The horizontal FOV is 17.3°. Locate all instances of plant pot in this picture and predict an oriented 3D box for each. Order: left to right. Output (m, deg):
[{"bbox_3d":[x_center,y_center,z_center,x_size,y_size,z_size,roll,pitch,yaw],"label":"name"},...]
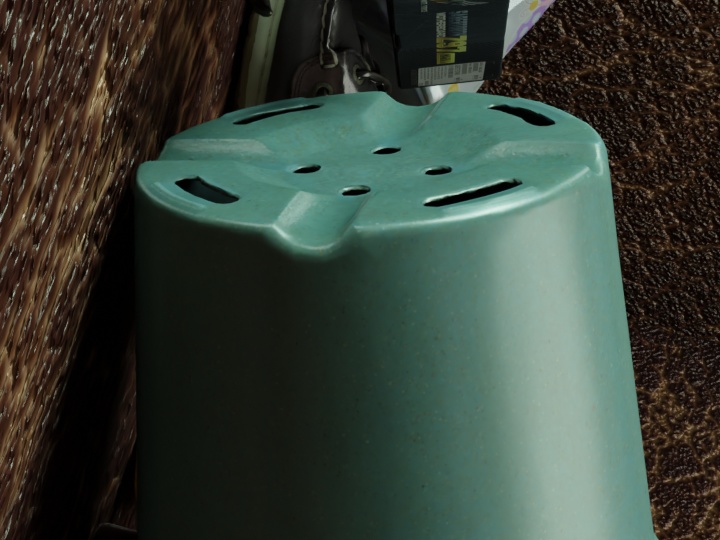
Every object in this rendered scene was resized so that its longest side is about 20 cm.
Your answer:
[{"bbox_3d":[0.010,0.054,0.767,0.200,0.200,0.197,-66,155,-68],"label":"plant pot"}]

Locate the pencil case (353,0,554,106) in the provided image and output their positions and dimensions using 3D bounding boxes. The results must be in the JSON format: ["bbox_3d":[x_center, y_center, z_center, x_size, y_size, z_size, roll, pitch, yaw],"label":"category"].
[{"bbox_3d":[0.069,-0.153,1.118,0.200,0.091,0.083,-47,-166,-14],"label":"pencil case"}]

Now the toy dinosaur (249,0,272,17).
[{"bbox_3d":[0.002,-0.158,0.734,0.200,0.086,0.136,71,40,-74],"label":"toy dinosaur"}]

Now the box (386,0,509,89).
[{"bbox_3d":[0.029,-0.170,0.961,0.200,0.051,0.158,81,3,-82],"label":"box"}]

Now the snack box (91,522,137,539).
[{"bbox_3d":[-0.107,0.165,0.783,0.200,0.024,0.072,-68,171,-63],"label":"snack box"}]

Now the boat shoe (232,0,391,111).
[{"bbox_3d":[-0.016,-0.061,0.937,0.072,0.065,0.200,-54,157,-74],"label":"boat shoe"}]

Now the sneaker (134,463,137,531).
[{"bbox_3d":[-0.050,0.083,0.962,0.200,0.078,0.077,-64,178,-66],"label":"sneaker"}]
